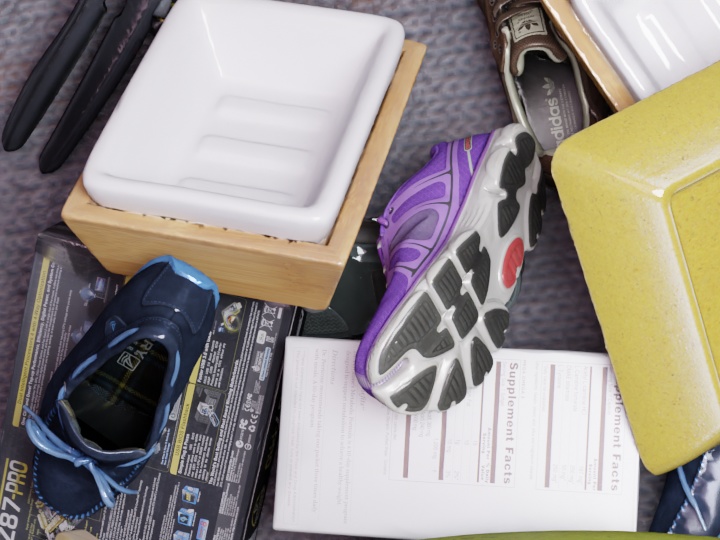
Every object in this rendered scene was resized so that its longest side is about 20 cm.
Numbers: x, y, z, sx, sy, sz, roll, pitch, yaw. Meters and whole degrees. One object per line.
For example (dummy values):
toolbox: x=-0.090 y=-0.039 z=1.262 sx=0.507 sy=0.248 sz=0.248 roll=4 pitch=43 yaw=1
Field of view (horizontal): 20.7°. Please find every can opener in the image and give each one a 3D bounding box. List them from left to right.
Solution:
can opener: x=-0.155 y=-0.149 z=1.205 sx=0.063 sy=0.079 sz=0.201 roll=27 pitch=99 yaw=4

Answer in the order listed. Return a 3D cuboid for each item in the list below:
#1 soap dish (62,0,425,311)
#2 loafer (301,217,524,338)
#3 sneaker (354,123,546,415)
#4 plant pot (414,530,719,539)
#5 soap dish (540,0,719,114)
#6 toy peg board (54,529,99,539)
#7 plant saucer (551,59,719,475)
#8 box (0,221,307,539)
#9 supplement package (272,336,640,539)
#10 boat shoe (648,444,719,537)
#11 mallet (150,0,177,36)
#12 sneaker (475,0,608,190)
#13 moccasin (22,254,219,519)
soap dish: x=-0.060 y=-0.069 z=1.122 sx=0.157 sy=0.081 sz=0.200 roll=9 pitch=43 yaw=11
loafer: x=0.000 y=0.000 z=1.179 sx=0.199 sy=0.063 sz=0.072 roll=2 pitch=109 yaw=12
sneaker: x=0.039 y=0.001 z=1.084 sx=0.083 sy=0.200 sz=0.081 roll=-3 pitch=130 yaw=30
plant pot: x=0.078 y=0.210 z=1.026 sx=0.199 sy=0.187 sz=0.188 roll=10 pitch=87 yaw=22
soap dish: x=0.212 y=-0.145 z=1.109 sx=0.200 sy=0.081 sz=0.158 roll=-37 pitch=95 yaw=-13
toy peg board: x=-0.153 y=0.278 z=1.090 sx=0.199 sy=0.098 sz=0.201 roll=26 pitch=108 yaw=39
plant saucer: x=0.217 y=-0.012 z=1.045 sx=0.200 sy=0.048 sz=0.201 roll=-27 pitch=112 yaw=-19
box: x=-0.128 y=0.088 z=1.167 sx=0.161 sy=0.049 sz=0.201 roll=14 pitch=103 yaw=7
supplement package: x=0.059 y=0.099 z=1.128 sx=0.199 sy=0.114 sz=0.110 roll=3 pitch=86 yaw=8
boat shoe: x=0.200 y=0.083 z=1.132 sx=0.068 sy=0.084 sz=0.200 roll=29 pitch=75 yaw=-6
mallet: x=-0.041 y=-0.196 z=1.208 sx=0.200 sy=0.041 sz=0.066 roll=-40 pitch=84 yaw=9
sneaker: x=0.106 y=-0.147 z=1.159 sx=0.070 sy=0.076 sz=0.201 roll=-17 pitch=84 yaw=7
moccasin: x=-0.143 y=0.073 z=1.077 sx=0.080 sy=0.068 sz=0.200 roll=24 pitch=130 yaw=-3
